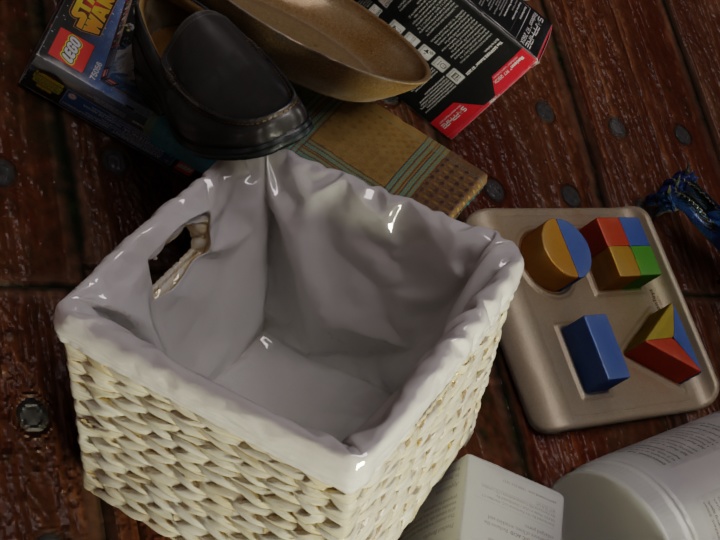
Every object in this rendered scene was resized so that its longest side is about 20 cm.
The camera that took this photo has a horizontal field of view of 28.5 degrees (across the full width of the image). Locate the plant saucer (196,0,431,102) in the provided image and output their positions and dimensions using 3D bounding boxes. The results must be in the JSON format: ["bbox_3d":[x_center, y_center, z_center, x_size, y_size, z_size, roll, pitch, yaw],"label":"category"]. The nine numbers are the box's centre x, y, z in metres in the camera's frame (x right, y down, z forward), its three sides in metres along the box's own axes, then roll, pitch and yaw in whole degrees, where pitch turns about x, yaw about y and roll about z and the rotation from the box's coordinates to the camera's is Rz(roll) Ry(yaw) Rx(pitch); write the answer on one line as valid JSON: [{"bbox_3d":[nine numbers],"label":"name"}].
[{"bbox_3d":[-0.046,-0.170,0.985,0.200,0.036,0.200,26,22,-11],"label":"plant saucer"}]

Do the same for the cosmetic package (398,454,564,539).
[{"bbox_3d":[0.057,0.230,0.871,0.081,0.113,0.201,24,55,-21],"label":"cosmetic package"}]

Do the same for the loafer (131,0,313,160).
[{"bbox_3d":[-0.095,-0.123,0.870,0.073,0.200,0.073,-28,124,-22],"label":"loafer"}]

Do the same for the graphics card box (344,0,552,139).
[{"bbox_3d":[0.034,-0.204,1.096,0.200,0.125,0.051,36,52,-12],"label":"graphics card box"}]

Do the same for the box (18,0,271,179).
[{"bbox_3d":[-0.144,-0.178,1.016,0.137,0.040,0.201,30,51,-18],"label":"box"}]

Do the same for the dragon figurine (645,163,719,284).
[{"bbox_3d":[0.329,-0.040,1.188,0.059,0.200,0.100,-45,117,-23],"label":"dragon figurine"}]

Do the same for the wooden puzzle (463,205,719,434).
[{"bbox_3d":[0.192,0.028,1.123,0.199,0.046,0.186,-5,67,-36],"label":"wooden puzzle"}]

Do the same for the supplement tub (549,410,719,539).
[{"bbox_3d":[0.237,0.178,1.011,0.199,0.132,0.132,-12,71,-38],"label":"supplement tub"}]

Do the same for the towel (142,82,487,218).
[{"bbox_3d":[-0.028,-0.077,0.956,0.200,0.022,0.147,34,47,11],"label":"towel"}]

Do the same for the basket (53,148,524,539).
[{"bbox_3d":[-0.038,0.060,0.823,0.199,0.161,0.198,23,45,20],"label":"basket"}]
